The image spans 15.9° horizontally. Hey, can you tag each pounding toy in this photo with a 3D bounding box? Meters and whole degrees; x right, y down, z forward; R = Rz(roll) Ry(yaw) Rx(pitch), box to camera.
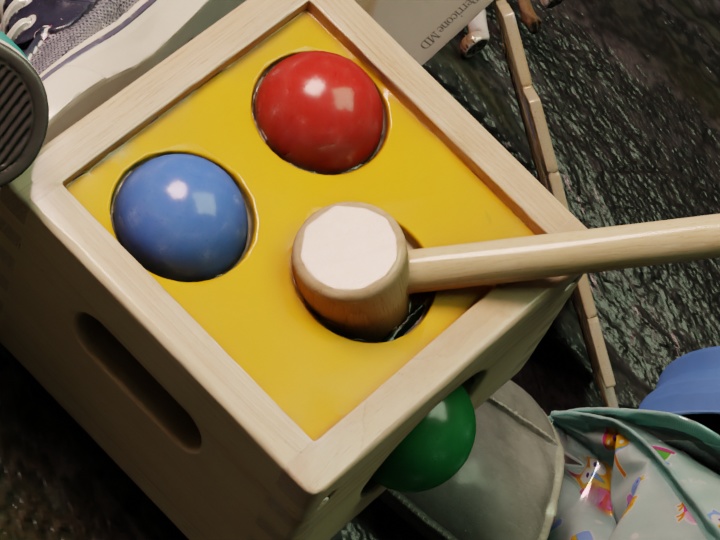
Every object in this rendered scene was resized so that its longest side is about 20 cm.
[{"bbox_3d":[0.000,0.000,0.932,0.200,0.142,0.184,44,60,11],"label":"pounding toy"}]

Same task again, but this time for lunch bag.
[{"bbox_3d":[0.163,0.150,1.127,0.170,0.122,0.200,30,18,-27],"label":"lunch bag"}]

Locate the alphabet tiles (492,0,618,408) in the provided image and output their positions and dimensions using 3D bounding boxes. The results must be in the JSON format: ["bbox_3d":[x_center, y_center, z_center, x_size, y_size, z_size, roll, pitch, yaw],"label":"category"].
[{"bbox_3d":[0.091,-0.030,1.200,0.166,0.006,0.201,-92,166,-77],"label":"alphabet tiles"}]

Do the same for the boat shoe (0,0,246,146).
[{"bbox_3d":[-0.126,-0.089,1.039,0.092,0.075,0.200,29,40,12],"label":"boat shoe"}]

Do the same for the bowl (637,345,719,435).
[{"bbox_3d":[0.220,0.092,1.169,0.200,0.200,0.040,33,67,-30],"label":"bowl"}]

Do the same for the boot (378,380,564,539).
[{"bbox_3d":[0.005,0.018,1.091,0.199,0.072,0.183,27,53,-26],"label":"boot"}]

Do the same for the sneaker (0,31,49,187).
[{"bbox_3d":[-0.207,-0.076,0.896,0.199,0.084,0.121,13,6,-9],"label":"sneaker"}]

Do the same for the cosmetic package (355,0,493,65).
[{"bbox_3d":[-0.043,-0.167,1.171,0.199,0.103,0.073,33,31,-28],"label":"cosmetic package"}]

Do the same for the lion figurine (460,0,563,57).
[{"bbox_3d":[0.026,-0.176,1.323,0.123,0.072,0.200,55,17,17],"label":"lion figurine"}]
